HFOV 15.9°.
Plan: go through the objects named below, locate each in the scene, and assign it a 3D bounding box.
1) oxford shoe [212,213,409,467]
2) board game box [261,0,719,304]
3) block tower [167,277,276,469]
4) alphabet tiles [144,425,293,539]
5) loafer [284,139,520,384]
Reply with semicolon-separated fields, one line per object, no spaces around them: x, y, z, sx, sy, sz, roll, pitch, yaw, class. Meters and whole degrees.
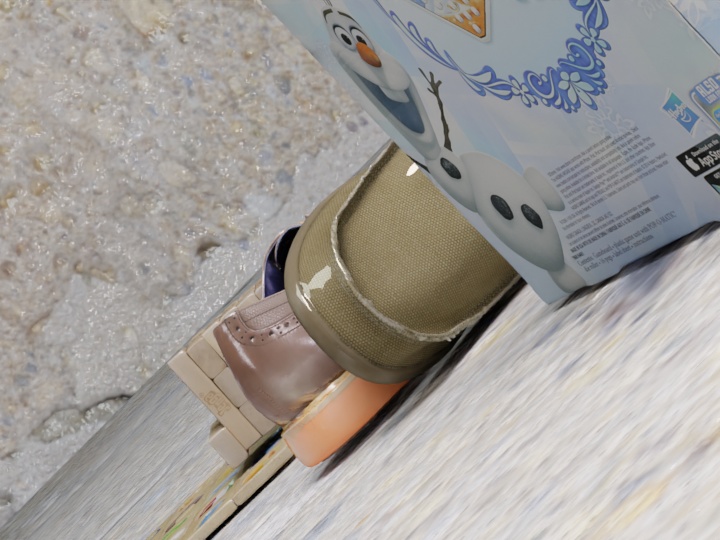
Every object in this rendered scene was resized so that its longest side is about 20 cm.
0.009;-0.004;1.027;0.071;0.073;0.200;-42;4;36;oxford shoe
0.033;-0.091;0.744;0.043;0.199;0.200;-46;4;-20;board game box
0.000;0.000;1.151;0.200;0.058;0.054;-43;3;2;block tower
-0.071;0.109;1.179;0.200;0.006;0.166;-44;3;8;alphabet tiles
0.041;-0.032;0.967;0.067;0.076;0.200;-50;-1;44;loafer
